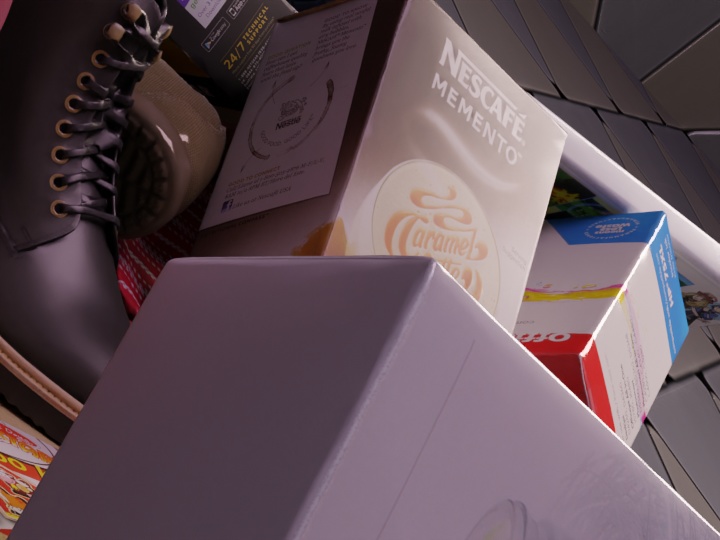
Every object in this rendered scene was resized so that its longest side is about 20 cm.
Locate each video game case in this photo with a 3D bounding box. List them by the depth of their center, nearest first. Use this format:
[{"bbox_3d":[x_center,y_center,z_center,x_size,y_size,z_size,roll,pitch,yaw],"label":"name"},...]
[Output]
[{"bbox_3d":[0.079,-0.018,1.108,0.200,0.182,0.022,34,60,-34],"label":"video game case"}]

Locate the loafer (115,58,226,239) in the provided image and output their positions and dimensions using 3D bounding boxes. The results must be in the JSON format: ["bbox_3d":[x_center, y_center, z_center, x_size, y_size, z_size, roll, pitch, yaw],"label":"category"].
[{"bbox_3d":[-0.134,-0.083,0.897,0.200,0.076,0.067,43,26,21],"label":"loafer"}]

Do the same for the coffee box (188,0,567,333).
[{"bbox_3d":[0.000,0.000,0.868,0.114,0.080,0.200,40,54,-35],"label":"coffee box"}]

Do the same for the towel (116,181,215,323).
[{"bbox_3d":[-0.073,0.000,0.944,0.145,0.022,0.200,43,18,-34],"label":"towel"}]

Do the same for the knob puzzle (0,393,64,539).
[{"bbox_3d":[-0.102,0.084,0.722,0.219,0.030,0.220,33,7,-4],"label":"knob puzzle"}]

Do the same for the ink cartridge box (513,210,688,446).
[{"bbox_3d":[0.066,0.043,0.973,0.200,0.116,0.067,-49,131,-59],"label":"ink cartridge box"}]

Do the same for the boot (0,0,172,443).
[{"bbox_3d":[-0.100,-0.039,0.793,0.200,0.138,0.077,49,12,22],"label":"boot"}]

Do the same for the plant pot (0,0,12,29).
[{"bbox_3d":[-0.193,-0.113,0.671,0.200,0.200,0.179,53,0,1],"label":"plant pot"}]

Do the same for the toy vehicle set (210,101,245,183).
[{"bbox_3d":[-0.052,-0.051,1.029,0.124,0.027,0.200,43,-16,-34],"label":"toy vehicle set"}]

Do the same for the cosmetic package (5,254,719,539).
[{"bbox_3d":[0.000,0.132,0.586,0.200,0.200,0.123,42,-26,-31],"label":"cosmetic package"}]

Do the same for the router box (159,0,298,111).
[{"bbox_3d":[-0.137,-0.148,0.968,0.157,0.052,0.200,43,-15,-32],"label":"router box"}]

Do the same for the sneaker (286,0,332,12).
[{"bbox_3d":[-0.060,-0.101,1.099,0.200,0.075,0.079,9,-37,41],"label":"sneaker"}]
